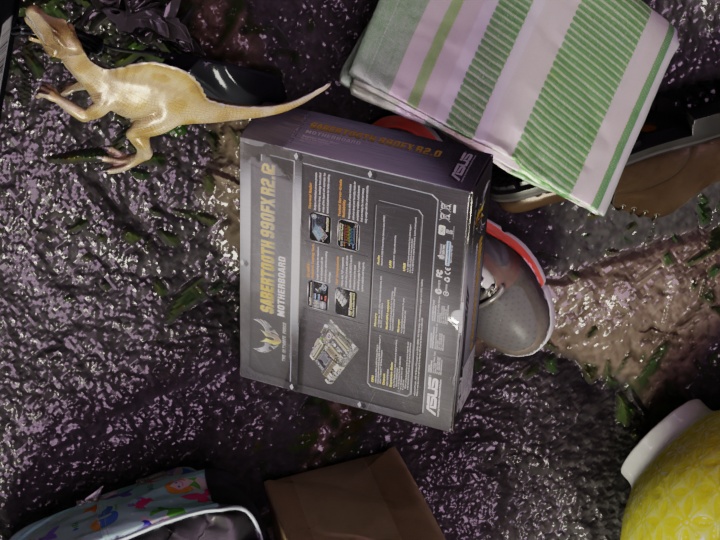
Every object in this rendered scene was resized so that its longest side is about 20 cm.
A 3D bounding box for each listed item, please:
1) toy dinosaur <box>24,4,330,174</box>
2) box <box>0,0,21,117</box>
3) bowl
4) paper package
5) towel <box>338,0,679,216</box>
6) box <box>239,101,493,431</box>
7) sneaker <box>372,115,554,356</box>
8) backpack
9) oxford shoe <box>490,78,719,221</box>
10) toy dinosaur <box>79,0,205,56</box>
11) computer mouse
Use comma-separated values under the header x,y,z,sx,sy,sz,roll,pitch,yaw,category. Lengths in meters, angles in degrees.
x,y,z,sx,sy,sz,roll,pitch,yaw,category
-0.124,-0.102,1.174,0.199,0.101,0.059,15,63,-29,toy dinosaur
-0.307,-0.141,1.155,0.181,0.104,0.201,11,106,-4,box
0.254,0.159,1.390,0.200,0.200,0.108,-44,69,4,bowl
0.012,0.254,1.333,0.103,0.191,0.201,-13,110,-9,paper package
0.102,-0.143,1.257,0.199,0.023,0.153,27,82,-11,towel
0.000,0.000,1.252,0.157,0.048,0.201,14,128,16,box
0.058,-0.008,1.303,0.077,0.082,0.200,-32,109,25,sneaker
-0.156,0.237,1.309,0.199,0.151,0.179,-20,109,-14,backpack
0.186,-0.065,1.331,0.198,0.073,0.085,-14,120,-5,oxford shoe
-0.123,-0.212,1.211,0.199,0.102,0.137,11,92,23,toy dinosaur
-0.133,-0.127,1.220,0.199,0.058,0.034,11,93,-33,computer mouse
